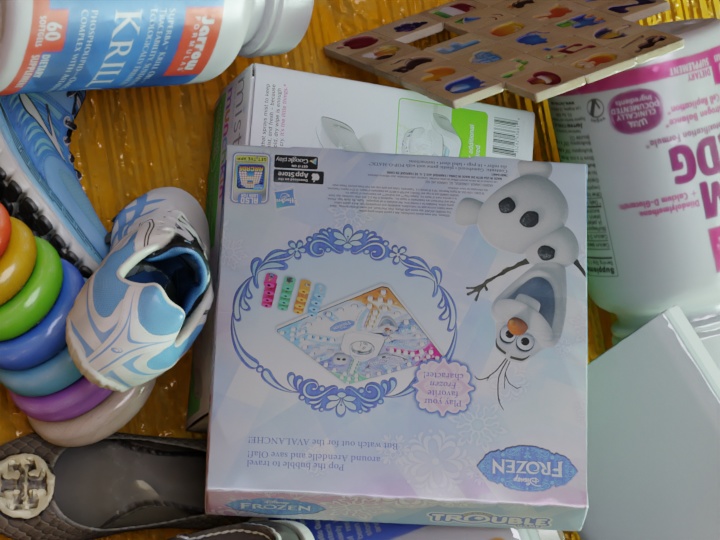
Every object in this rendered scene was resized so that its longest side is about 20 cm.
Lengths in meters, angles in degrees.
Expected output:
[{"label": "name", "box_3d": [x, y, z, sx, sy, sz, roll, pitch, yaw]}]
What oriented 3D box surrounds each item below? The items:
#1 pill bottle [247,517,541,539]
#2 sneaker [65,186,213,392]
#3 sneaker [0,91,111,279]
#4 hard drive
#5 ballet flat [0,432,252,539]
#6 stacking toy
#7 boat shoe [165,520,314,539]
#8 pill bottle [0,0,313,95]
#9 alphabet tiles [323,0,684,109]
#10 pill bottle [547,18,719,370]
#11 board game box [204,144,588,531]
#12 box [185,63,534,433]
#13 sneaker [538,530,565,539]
[{"label": "pill bottle", "box_3d": [0.000, 0.171, 1.461, 0.199, 0.112, 0.113, -21, 84, 5]}, {"label": "sneaker", "box_3d": [-0.104, 0.003, 1.438, 0.072, 0.200, 0.072, -30, 106, 18]}, {"label": "sneaker", "box_3d": [-0.180, -0.074, 1.502, 0.090, 0.078, 0.201, -33, 92, -28]}, {"label": "hard drive", "box_3d": [0.186, 0.138, 1.538, 0.027, 0.132, 0.201, -20, 76, -54]}, {"label": "ballet flat", "box_3d": [-0.119, 0.120, 1.493, 0.199, 0.046, 0.068, 4, 76, -17]}, {"label": "stacking toy", "box_3d": [-0.192, 0.008, 1.424, 0.086, 0.085, 0.200, -58, 134, -20]}, {"label": "boat shoe", "box_3d": [-0.111, 0.181, 1.403, 0.060, 0.201, 0.072, 24, 46, -46]}, {"label": "pill bottle", "box_3d": [-0.128, -0.157, 1.474, 0.199, 0.112, 0.113, -6, 80, -33]}, {"label": "alphabet tiles", "box_3d": [0.094, -0.135, 1.550, 0.166, 0.200, 0.008, -21, 114, -21]}, {"label": "pill bottle", "box_3d": [0.180, -0.040, 1.575, 0.113, 0.113, 0.201, -16, 100, -21]}, {"label": "board game box", "box_3d": [0.021, 0.035, 1.417, 0.198, 0.043, 0.200, 3, 64, -2]}, {"label": "box", "box_3d": [0.000, 0.000, 1.533, 0.175, 0.097, 0.202, 8, 76, -16]}, {"label": "sneaker", "box_3d": [0.094, 0.229, 1.533, 0.089, 0.067, 0.201, -20, 85, -12]}]
